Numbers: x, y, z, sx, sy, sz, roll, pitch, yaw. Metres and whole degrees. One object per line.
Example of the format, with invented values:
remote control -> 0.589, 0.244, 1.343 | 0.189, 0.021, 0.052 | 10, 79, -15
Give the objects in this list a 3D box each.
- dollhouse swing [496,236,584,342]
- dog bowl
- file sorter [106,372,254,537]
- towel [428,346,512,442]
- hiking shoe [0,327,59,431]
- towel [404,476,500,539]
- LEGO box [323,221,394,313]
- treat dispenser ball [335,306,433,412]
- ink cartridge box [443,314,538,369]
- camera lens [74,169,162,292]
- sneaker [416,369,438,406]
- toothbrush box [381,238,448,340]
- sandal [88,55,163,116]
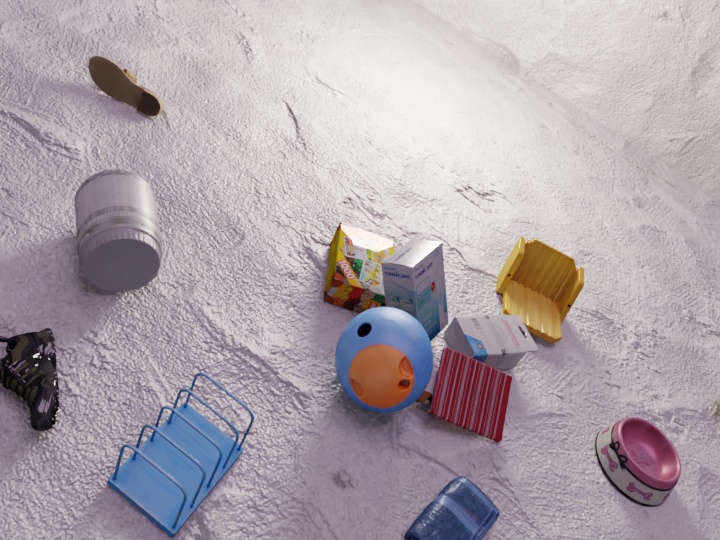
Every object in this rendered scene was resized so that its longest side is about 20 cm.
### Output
dollhouse swing -> 0.469, 0.048, 1.888 | 0.196, 0.185, 0.176 | 26, 18, -4
dog bowl -> 0.633, 0.421, 1.658 | 0.195, 0.075, 0.203 | 17, 41, -15
file sorter -> -0.282, 0.287, 1.191 | 0.137, 0.124, 0.200 | 35, 39, 7
towel -> 0.235, 0.262, 1.546 | 0.197, 0.022, 0.148 | 25, 67, -24
hiking shoe -> -0.543, 0.182, 1.192 | 0.098, 0.077, 0.202 | -4, 40, -23
towel -> 0.170, 0.464, 1.343 | 0.111, 0.049, 0.198 | 42, 41, 16
LEGO box -> 0.000, 0.000, 1.707 | 0.145, 0.078, 0.203 | 18, 40, -13
treat dispenser ball -> 0.047, 0.176, 1.450 | 0.196, 0.203, 0.204 | 17, 40, -15
ink cartridge box -> 0.308, 0.170, 1.726 | 0.195, 0.067, 0.117 | 1, 46, -30
camera lens -> -0.472, -0.082, 1.434 | 0.156, 0.162, 0.203 | 4, 45, -28
sneaker -> 0.187, 0.262, 1.572 | 0.196, 0.072, 0.087 | 11, 74, -32
toothbrush box -> 0.123, 0.052, 1.624 | 0.083, 0.206, 0.146 | 7, 25, 33
sandal -> -0.585, -0.463, 1.857 | 0.209, 0.078, 0.070 | 34, 18, -4
